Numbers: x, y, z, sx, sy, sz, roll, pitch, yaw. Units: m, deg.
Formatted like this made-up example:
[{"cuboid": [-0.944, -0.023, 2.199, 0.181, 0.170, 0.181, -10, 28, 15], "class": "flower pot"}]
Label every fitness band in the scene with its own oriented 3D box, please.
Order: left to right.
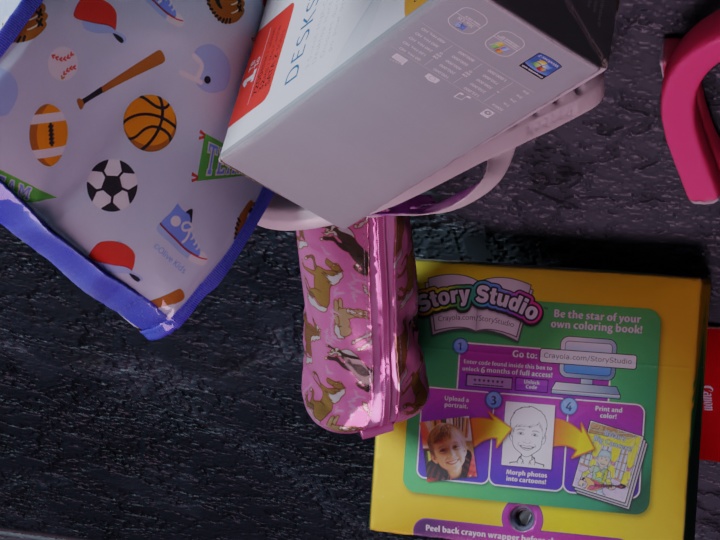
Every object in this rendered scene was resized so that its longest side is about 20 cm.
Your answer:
[{"cuboid": [0.232, -0.078, 0.988, 0.143, 0.038, 0.200, 1, 150, 22], "class": "fitness band"}]

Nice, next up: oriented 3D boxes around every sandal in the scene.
[{"cuboid": [0.040, -0.054, 0.975, 0.202, 0.082, 0.050, -23, 120, -11], "class": "sandal"}]

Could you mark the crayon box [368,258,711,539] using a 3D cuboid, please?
[{"cuboid": [0.111, 0.084, 1.182, 0.199, 0.174, 0.058, 4, 179, 17], "class": "crayon box"}]

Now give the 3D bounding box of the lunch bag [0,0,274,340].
[{"cuboid": [-0.121, -0.089, 0.932, 0.124, 0.201, 0.170, -18, 131, 43], "class": "lunch bag"}]

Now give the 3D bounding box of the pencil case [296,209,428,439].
[{"cuboid": [0.000, 0.000, 1.105, 0.082, 0.087, 0.201, 13, 128, 20], "class": "pencil case"}]

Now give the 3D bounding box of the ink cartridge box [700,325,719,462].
[{"cuboid": [0.181, 0.115, 1.300, 0.175, 0.084, 0.200, 4, 149, 16], "class": "ink cartridge box"}]

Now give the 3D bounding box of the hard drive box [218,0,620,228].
[{"cuboid": [0.032, -0.130, 0.860, 0.077, 0.157, 0.200, 27, 148, -23], "class": "hard drive box"}]
